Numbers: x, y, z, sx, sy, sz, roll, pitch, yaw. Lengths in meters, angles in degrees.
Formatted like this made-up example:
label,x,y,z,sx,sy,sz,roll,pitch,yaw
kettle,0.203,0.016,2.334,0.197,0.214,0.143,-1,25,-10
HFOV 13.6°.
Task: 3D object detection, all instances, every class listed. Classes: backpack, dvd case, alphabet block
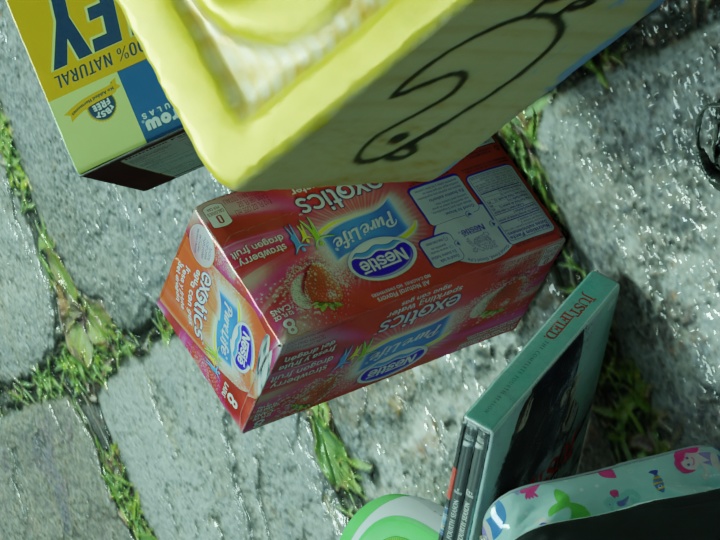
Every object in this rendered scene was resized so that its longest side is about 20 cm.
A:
label,x,y,z,sx,sy,sz,roll,pitch,yaw
backpack,0.145,0.200,1.591,0.151,0.177,0.201,-116,19,-45
dvd case,0.086,0.114,1.657,0.022,0.146,0.201,27,134,18
alphabet block,0.005,-0.170,1.503,0.195,0.200,0.197,-39,73,28

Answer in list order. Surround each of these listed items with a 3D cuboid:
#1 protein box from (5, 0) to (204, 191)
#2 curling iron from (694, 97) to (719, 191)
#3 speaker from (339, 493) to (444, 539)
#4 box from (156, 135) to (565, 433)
label,x,y,z,sx,sy,sz,roll,pitch,yaw
protein box,-0.124,-0.165,1.759,0.200,0.134,0.199,10,-123,-84
curling iron,0.227,-0.058,1.443,0.200,0.025,0.050,7,117,57
speaker,0.070,0.205,1.809,0.200,0.088,0.089,29,132,48
box,0.000,0.000,1.678,0.100,0.199,0.096,55,146,23
